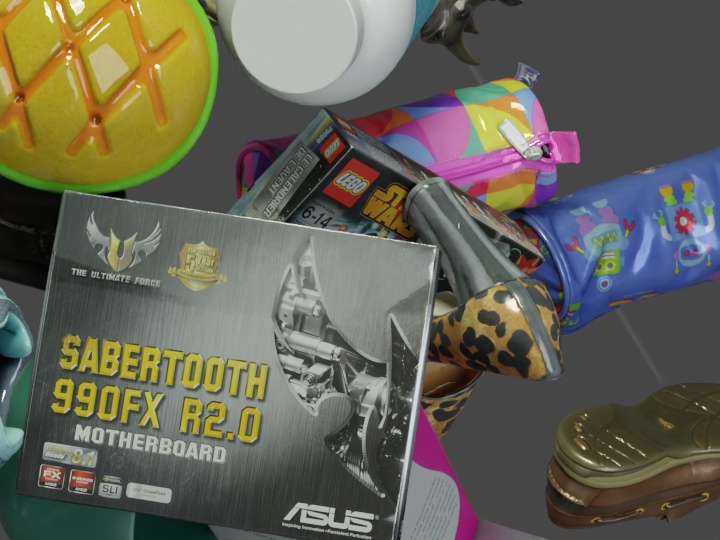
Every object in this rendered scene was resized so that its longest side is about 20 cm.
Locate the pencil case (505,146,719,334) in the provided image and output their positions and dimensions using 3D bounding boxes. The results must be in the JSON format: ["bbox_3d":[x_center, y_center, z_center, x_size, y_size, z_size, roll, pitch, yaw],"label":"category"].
[{"bbox_3d":[0.182,-0.020,1.731,0.199,0.078,0.088,-16,87,-25],"label":"pencil case"}]

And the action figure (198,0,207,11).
[{"bbox_3d":[-0.155,-0.168,1.527,0.129,0.069,0.201,-12,110,-7],"label":"action figure"}]

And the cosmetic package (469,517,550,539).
[{"bbox_3d":[0.107,0.267,1.663,0.200,0.166,0.168,36,78,-24],"label":"cosmetic package"}]

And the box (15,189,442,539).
[{"bbox_3d":[-0.066,0.052,1.422,0.198,0.048,0.160,9,87,5],"label":"box"}]

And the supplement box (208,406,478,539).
[{"bbox_3d":[-0.013,0.131,1.556,0.102,0.103,0.200,-65,154,-23],"label":"supplement box"}]

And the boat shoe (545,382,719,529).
[{"bbox_3d":[0.197,0.121,1.762,0.199,0.072,0.068,-7,130,-35],"label":"boat shoe"}]

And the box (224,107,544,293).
[{"bbox_3d":[0.000,0.000,1.588,0.137,0.040,0.200,-47,141,13],"label":"box"}]

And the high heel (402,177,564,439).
[{"bbox_3d":[0.064,0.063,1.552,0.071,0.143,0.201,-20,140,-19],"label":"high heel"}]

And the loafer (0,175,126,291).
[{"bbox_3d":[-0.158,-0.027,1.509,0.073,0.199,0.072,-37,149,-61],"label":"loafer"}]

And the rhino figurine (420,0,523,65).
[{"bbox_3d":[0.048,-0.219,1.661,0.087,0.060,0.201,-21,104,-22],"label":"rhino figurine"}]

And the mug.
[{"bbox_3d":[-0.129,0.104,1.553,0.185,0.114,0.153,31,75,-66],"label":"mug"}]

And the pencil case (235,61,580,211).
[{"bbox_3d":[0.025,-0.059,1.644,0.199,0.088,0.089,-17,101,-24],"label":"pencil case"}]

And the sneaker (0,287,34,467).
[{"bbox_3d":[-0.206,0.028,1.430,0.078,0.086,0.201,34,39,-48],"label":"sneaker"}]

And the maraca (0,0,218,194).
[{"bbox_3d":[-0.173,-0.114,1.456,0.198,0.107,0.138,13,79,-4],"label":"maraca"}]

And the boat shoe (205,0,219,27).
[{"bbox_3d":[-0.120,-0.231,1.570,0.073,0.063,0.202,-27,105,-23],"label":"boat shoe"}]

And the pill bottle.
[{"bbox_3d":[-0.016,-0.158,1.537,0.110,0.200,0.112,4,110,10],"label":"pill bottle"}]
